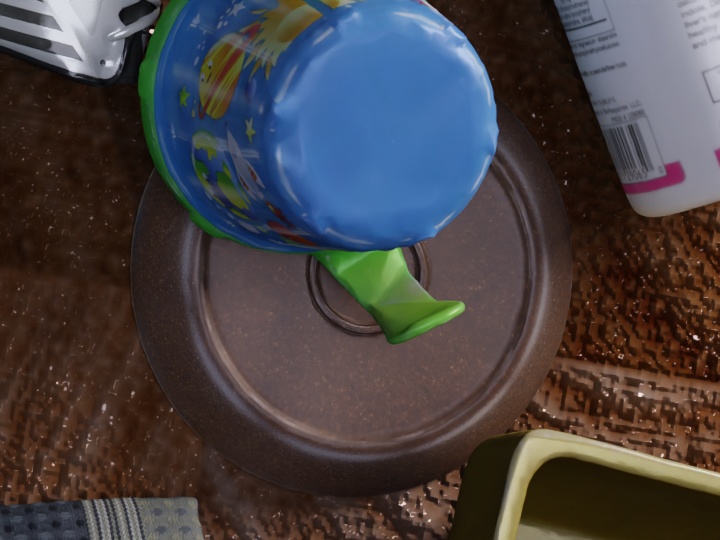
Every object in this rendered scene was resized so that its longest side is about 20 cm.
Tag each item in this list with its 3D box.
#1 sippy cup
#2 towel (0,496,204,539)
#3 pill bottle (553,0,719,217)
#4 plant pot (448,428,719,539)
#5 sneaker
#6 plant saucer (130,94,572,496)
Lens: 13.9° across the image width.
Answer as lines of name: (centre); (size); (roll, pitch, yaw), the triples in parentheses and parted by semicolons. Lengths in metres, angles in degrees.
sippy cup: (-0.009, -0.065, 1.187); (0.177, 0.130, 0.140); (31, 89, -20)
towel: (-0.145, 0.178, 1.204); (0.191, 0.201, 0.035); (-2, 136, -13)
pill bottle: (0.137, -0.135, 1.267); (0.113, 0.113, 0.201); (-22, 96, -10)
plant pot: (0.112, 0.173, 1.227); (0.194, 0.200, 0.195); (14, 89, -11)
sneaker: (-0.086, -0.143, 1.253); (0.199, 0.076, 0.116); (-15, 103, -3)
plant saucer: (0.000, 0.000, 1.285); (0.199, 0.034, 0.202); (0, 91, -10)
